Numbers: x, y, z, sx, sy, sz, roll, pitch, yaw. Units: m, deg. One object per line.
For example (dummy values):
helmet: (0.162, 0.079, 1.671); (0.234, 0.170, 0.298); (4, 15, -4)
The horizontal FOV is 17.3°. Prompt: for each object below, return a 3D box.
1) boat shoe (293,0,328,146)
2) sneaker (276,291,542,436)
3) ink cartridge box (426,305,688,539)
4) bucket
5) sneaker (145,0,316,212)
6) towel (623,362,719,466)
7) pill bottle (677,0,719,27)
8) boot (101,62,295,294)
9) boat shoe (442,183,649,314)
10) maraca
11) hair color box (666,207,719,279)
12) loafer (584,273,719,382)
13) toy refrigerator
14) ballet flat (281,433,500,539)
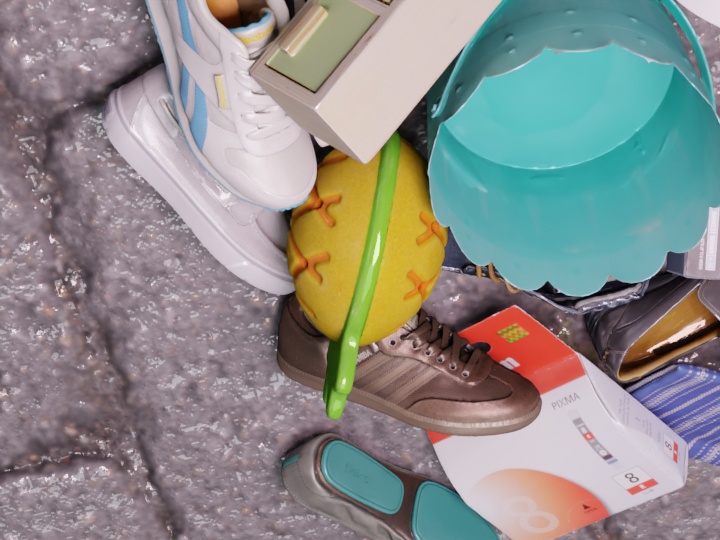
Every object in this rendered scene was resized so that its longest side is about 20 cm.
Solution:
boat shoe: (-0.016, -0.171, 1.552); (0.059, 0.072, 0.200); (-6, 122, 3)
sneaker: (0.035, 0.061, 1.707); (0.200, 0.070, 0.076); (13, 123, 10)
ink cartridge box: (0.123, 0.122, 1.776); (0.162, 0.050, 0.200); (-28, 129, 37)
bucket: (0.138, -0.101, 1.579); (0.207, 0.135, 0.207); (-3, 129, -4)
sneaker: (-0.077, -0.129, 1.524); (0.076, 0.081, 0.200); (-32, 108, -27)
towel: (0.290, 0.122, 1.799); (0.200, 0.024, 0.145); (18, 154, -19)
pill bottle: (0.271, -0.253, 1.488); (0.114, 0.114, 0.200); (17, 125, -18)
boot: (-0.078, -0.068, 1.619); (0.096, 0.074, 0.200); (-30, 124, 25)
boat shoe: (0.103, -0.017, 1.668); (0.200, 0.091, 0.071); (-3, 128, -4)
maraca: (0.000, 0.000, 1.609); (0.107, 0.137, 0.200); (11, 98, -2)
hair color box: (0.321, -0.040, 1.663); (0.200, 0.061, 0.099); (3, 94, -6)
loafer: (0.261, 0.022, 1.727); (0.200, 0.072, 0.073); (-31, 123, 17)
toy refrigerator: (0.027, -0.172, 1.487); (0.200, 0.076, 0.070); (-51, 133, -6)
ballet flat: (0.023, 0.186, 1.848); (0.200, 0.067, 0.064); (33, 146, -26)
